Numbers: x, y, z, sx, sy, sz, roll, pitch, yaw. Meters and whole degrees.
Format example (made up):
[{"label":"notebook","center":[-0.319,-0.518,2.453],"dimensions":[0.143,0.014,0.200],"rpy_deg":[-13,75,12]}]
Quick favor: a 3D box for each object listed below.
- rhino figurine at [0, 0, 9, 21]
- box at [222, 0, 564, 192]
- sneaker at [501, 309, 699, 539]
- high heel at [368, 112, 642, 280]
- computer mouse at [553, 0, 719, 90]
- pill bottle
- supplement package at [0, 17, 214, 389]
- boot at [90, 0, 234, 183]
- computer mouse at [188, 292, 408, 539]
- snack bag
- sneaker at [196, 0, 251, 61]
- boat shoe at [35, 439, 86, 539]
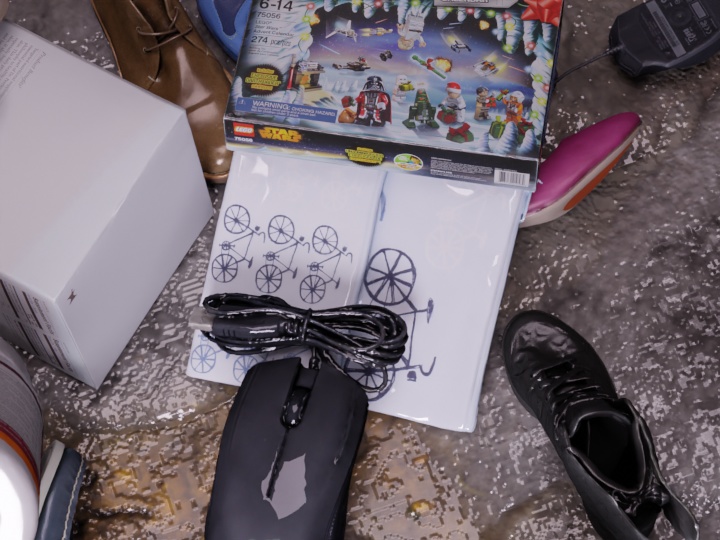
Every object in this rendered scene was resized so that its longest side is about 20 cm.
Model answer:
[{"label":"rhino figurine","center":[-0.264,-0.127,1.398],"dimensions":[0.087,0.060,0.201],"rpy_deg":[9,69,-4]},{"label":"box","center":[0.023,-0.129,1.461],"dimensions":[0.199,0.040,0.137],"rpy_deg":[8,59,5]},{"label":"sneaker","center":[0.145,0.096,1.414],"dimensions":[0.060,0.104,0.200],"rpy_deg":[-24,68,-5]},{"label":"high heel","center":[0.085,-0.063,1.502],"dimensions":[0.200,0.067,0.096],"rpy_deg":[-37,80,-7]},{"label":"computer mouse","center":[0.165,-0.137,1.554],"dimensions":[0.199,0.034,0.059],"rpy_deg":[-23,59,2]},{"label":"pill bottle","center":[-0.245,0.109,1.383],"dimensions":[0.109,0.200,0.110],"rpy_deg":[-2,108,-6]},{"label":"supplement package","center":[-0.224,-0.054,1.479],"dimensions":[0.200,0.151,0.152],"rpy_deg":[27,71,15]},{"label":"boot","center":[-0.134,-0.148,1.554],"dimensions":[0.073,0.076,0.200],"rpy_deg":[-28,69,-9]},{"label":"computer mouse","center":[-0.051,0.112,1.428],"dimensions":[0.138,0.053,0.201],"rpy_deg":[7,81,10]},{"label":"snack bag","center":[0.000,0.000,1.471],"dimensions":[0.199,0.021,0.189],"rpy_deg":[14,92,12]},{"label":"sneaker","center":[-0.032,-0.153,1.544],"dimensions":[0.200,0.082,0.074],"rpy_deg":[39,77,19]},{"label":"boat shoe","center":[-0.192,0.206,1.406],"dimensions":[0.062,0.075,0.201],"rpy_deg":[14,73,-8]}]
